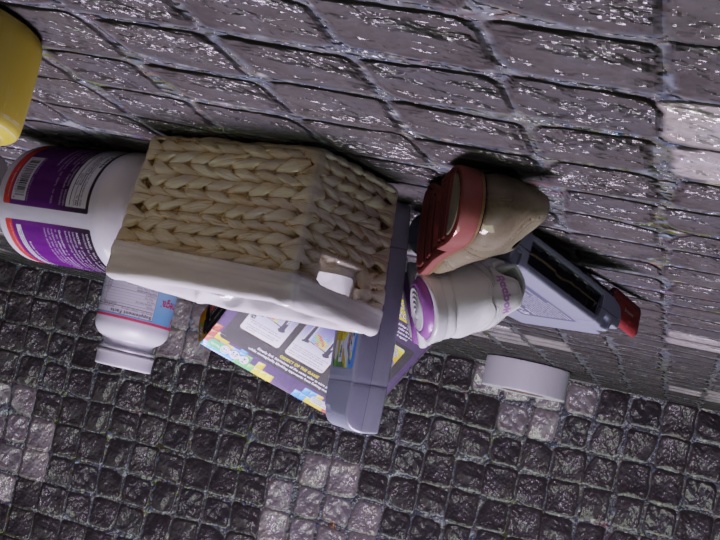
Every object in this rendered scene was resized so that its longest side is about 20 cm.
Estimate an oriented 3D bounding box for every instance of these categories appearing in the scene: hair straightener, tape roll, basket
[{"bbox_3d":[0.226,0.029,1.266,0.076,0.042,0.199,8,172,34],"label":"hair straightener"},{"bbox_3d":[0.384,0.251,2.820,0.199,0.072,0.202,12,173,1],"label":"tape roll"},{"bbox_3d":[-0.083,-0.031,0.974,0.198,0.125,0.135,8,172,34],"label":"basket"}]

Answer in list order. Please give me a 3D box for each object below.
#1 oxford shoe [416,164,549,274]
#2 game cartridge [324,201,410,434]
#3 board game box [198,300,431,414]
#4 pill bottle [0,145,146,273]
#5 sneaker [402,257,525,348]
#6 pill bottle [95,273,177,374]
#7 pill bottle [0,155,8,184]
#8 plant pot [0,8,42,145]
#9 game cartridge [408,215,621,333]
[{"bbox_3d":[0.085,-0.030,0.904,0.074,0.072,0.200,6,177,-7],"label":"oxford shoe"},{"bbox_3d":[0.006,0.042,1.088,0.040,0.203,0.133,10,174,-14],"label":"game cartridge"},{"bbox_3d":[-0.037,0.049,1.221,0.199,0.166,0.057,32,-156,-22],"label":"board game box"},{"bbox_3d":[-0.237,-0.055,1.126,0.198,0.114,0.112,8,173,37],"label":"pill bottle"},{"bbox_3d":[0.087,0.026,1.037,0.098,0.076,0.200,-10,-176,-3],"label":"sneaker"},{"bbox_3d":[-0.319,0.041,1.748,0.107,0.203,0.109,12,174,1],"label":"pill bottle"},{"bbox_3d":[-0.449,-0.096,1.167,0.199,0.118,0.115,19,171,-43],"label":"pill bottle"},{"bbox_3d":[-0.313,-0.075,0.740,0.198,0.192,0.201,12,175,1],"label":"plant pot"},{"bbox_3d":[0.137,0.003,1.118,0.132,0.041,0.199,2,158,43],"label":"game cartridge"}]
